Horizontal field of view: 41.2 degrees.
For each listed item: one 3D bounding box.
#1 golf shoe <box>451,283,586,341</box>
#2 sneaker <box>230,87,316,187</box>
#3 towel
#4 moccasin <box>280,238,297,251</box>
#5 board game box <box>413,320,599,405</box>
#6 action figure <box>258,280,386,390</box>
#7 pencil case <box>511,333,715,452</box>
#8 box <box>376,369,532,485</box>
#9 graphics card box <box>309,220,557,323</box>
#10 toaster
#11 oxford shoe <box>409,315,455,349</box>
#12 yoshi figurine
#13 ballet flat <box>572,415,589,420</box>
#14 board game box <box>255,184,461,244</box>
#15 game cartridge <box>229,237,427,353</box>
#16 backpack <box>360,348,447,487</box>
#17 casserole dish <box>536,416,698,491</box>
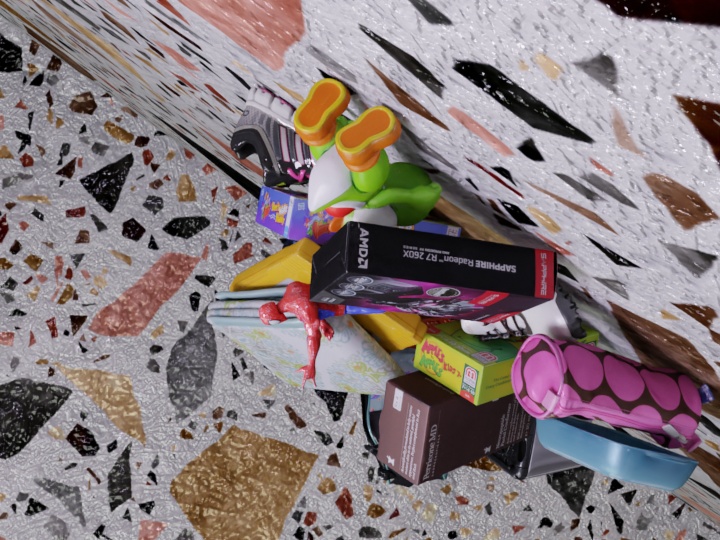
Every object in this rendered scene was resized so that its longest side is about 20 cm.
[{"bbox_3d":[0.161,0.049,1.023,0.078,0.094,0.200,62,165,-20],"label":"golf shoe"},{"bbox_3d":[-0.064,-0.118,1.057,0.199,0.088,0.074,34,177,14],"label":"sneaker"},{"bbox_3d":[-0.062,0.081,1.092,0.199,0.048,0.171,-1,147,43],"label":"towel"},{"bbox_3d":[0.000,0.000,1.129,0.198,0.069,0.080,9,179,-4],"label":"moccasin"},{"bbox_3d":[0.168,0.089,1.089,0.199,0.048,0.101,-10,-154,-39],"label":"board game box"},{"bbox_3d":[-0.006,0.053,0.956,0.198,0.100,0.065,-5,-154,-21],"label":"action figure"},{"bbox_3d":[0.250,0.126,0.960,0.198,0.091,0.094,14,-137,-23],"label":"pencil case"},{"bbox_3d":[0.116,0.160,1.095,0.199,0.101,0.075,-12,-153,-40],"label":"box"},{"bbox_3d":[0.063,0.005,0.875,0.198,0.051,0.125,9,165,-17],"label":"graphics card box"},{"bbox_3d":[0.223,0.170,1.305,0.118,0.183,0.200,-3,-165,-26],"label":"toaster"},{"bbox_3d":[0.067,0.056,1.184,0.198,0.073,0.071,-6,138,21],"label":"oxford shoe"},{"bbox_3d":[0.016,-0.090,0.858,0.111,0.113,0.200,-6,150,9],"label":"yoshi figurine"},{"bbox_3d":[0.219,0.128,1.160,0.046,0.068,0.199,-13,-158,-41],"label":"ballet flat"},{"bbox_3d":[-0.005,-0.052,1.085,0.198,0.045,0.134,9,-173,-23],"label":"board game box"},{"bbox_3d":[-0.040,0.042,1.079,0.176,0.033,0.200,35,156,-17],"label":"game cartridge"},{"bbox_3d":[0.076,0.158,1.263,0.176,0.152,0.201,67,-168,-49],"label":"backpack"},{"bbox_3d":[0.263,0.191,1.014,0.120,0.039,0.200,16,179,-21],"label":"casserole dish"}]
